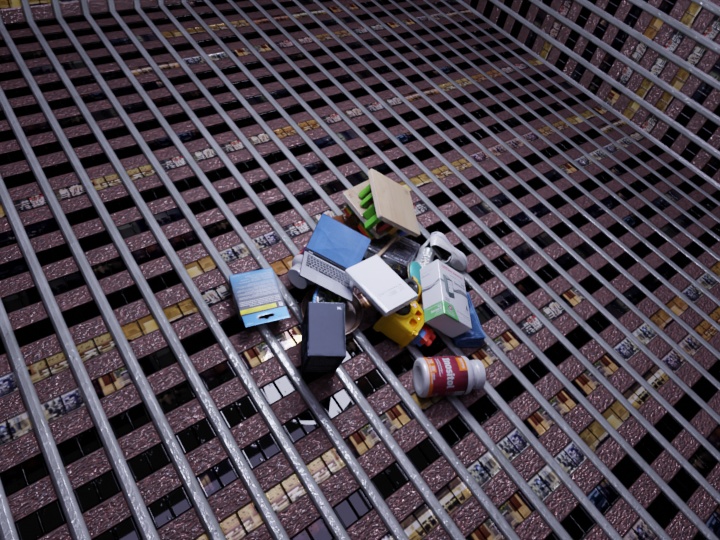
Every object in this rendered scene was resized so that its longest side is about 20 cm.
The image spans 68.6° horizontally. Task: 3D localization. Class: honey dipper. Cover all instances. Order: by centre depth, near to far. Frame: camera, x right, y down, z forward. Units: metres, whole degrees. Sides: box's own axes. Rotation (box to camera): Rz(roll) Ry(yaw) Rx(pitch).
[{"bbox_3d":[0.096,-0.087,1.814,0.038,0.038,0.200,29,43,12],"label":"honey dipper"}]

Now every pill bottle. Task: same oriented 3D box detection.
[{"bbox_3d":[0.262,0.311,1.556,0.196,0.114,0.114,-1,50,-14],"label":"pill bottle"},{"bbox_3d":[-0.151,-0.032,1.741,0.111,0.113,0.200,31,50,13],"label":"pill bottle"}]

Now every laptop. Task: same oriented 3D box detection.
[{"bbox_3d":[-0.075,-0.041,1.641,0.185,0.116,0.202,27,34,-16],"label":"laptop"}]

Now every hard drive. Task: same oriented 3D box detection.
[{"bbox_3d":[0.062,0.043,1.604,0.130,0.027,0.200,-24,54,-31],"label":"hard drive"}]

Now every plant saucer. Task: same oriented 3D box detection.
[{"bbox_3d":[-0.091,0.131,1.672,0.196,0.035,0.203,7,48,-8],"label":"plant saucer"}]

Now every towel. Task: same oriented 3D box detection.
[{"bbox_3d":[0.335,0.156,1.747,0.109,0.049,0.203,-1,51,-14],"label":"towel"}]

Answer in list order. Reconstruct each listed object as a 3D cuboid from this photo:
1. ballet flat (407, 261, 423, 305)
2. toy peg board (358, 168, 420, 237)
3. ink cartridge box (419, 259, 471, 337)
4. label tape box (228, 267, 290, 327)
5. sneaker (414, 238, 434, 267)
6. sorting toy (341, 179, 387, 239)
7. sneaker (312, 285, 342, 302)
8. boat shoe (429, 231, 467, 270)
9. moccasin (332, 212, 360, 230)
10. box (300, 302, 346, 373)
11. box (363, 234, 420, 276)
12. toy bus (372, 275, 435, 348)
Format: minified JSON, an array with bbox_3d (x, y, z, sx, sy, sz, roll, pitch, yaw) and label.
[{"bbox_3d":[0.205,0.067,1.765,0.070,0.071,0.203,-17,69,-26],"label":"ballet flat"},{"bbox_3d":[0.088,-0.209,1.804,0.197,0.097,0.203,21,48,-40],"label":"toy peg board"},{"bbox_3d":[0.268,0.088,1.673,0.145,0.083,0.203,28,46,-36],"label":"ink cartridge box"},{"bbox_3d":[-0.314,0.096,1.626,0.142,0.064,0.202,-11,54,-22],"label":"label tape box"},{"bbox_3d":[0.222,-0.036,1.860,0.069,0.081,0.202,19,50,1],"label":"sneaker"},{"bbox_3d":[0.046,-0.211,1.874,0.201,0.070,0.198,50,46,8],"label":"sorting toy"},{"bbox_3d":[-0.098,0.080,1.645,0.081,0.072,0.201,17,45,10],"label":"sneaker"},{"bbox_3d":[0.309,-0.052,1.853,0.200,0.071,0.067,45,45,-34],"label":"boat shoe"},{"bbox_3d":[-0.018,-0.187,1.927,0.197,0.078,0.075,-3,50,-16],"label":"moccasin"},{"bbox_3d":[-0.107,0.193,1.483,0.105,0.201,0.151,3,66,-11],"label":"box"},{"bbox_3d":[0.097,-0.077,1.866,0.197,0.049,0.159,25,38,7],"label":"box"},{"bbox_3d":[0.163,0.147,1.669,0.191,0.136,0.201,38,48,2],"label":"toy bus"}]
